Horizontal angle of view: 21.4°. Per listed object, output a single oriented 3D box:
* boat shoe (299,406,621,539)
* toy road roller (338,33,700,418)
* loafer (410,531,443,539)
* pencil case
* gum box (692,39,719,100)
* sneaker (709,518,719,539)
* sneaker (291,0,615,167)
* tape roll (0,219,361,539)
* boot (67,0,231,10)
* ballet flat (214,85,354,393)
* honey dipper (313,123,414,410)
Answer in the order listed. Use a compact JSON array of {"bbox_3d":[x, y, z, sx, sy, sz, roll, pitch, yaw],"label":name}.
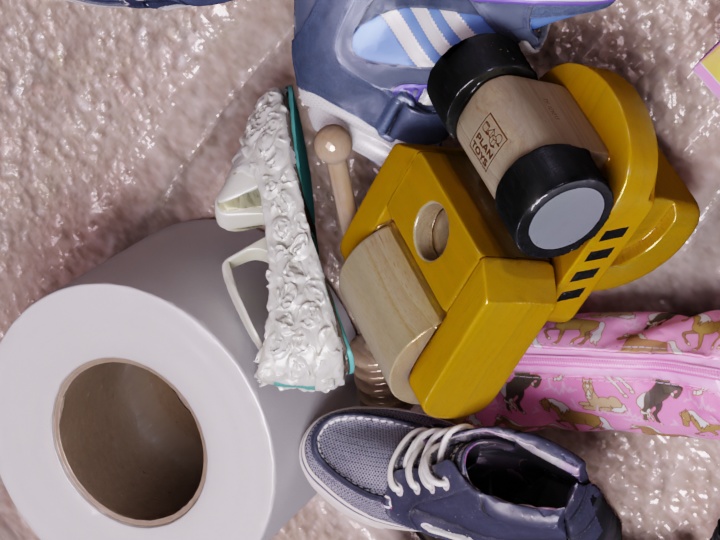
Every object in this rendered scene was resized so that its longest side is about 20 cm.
[{"bbox_3d":[0.047,0.107,1.055,0.198,0.075,0.093,15,155,24],"label":"boat shoe"},{"bbox_3d":[0.093,-0.021,1.049,0.201,0.145,0.123,-57,44,32],"label":"toy road roller"},{"bbox_3d":[0.086,0.161,1.101,0.200,0.071,0.073,39,100,20],"label":"loafer"},{"bbox_3d":[0.137,0.057,1.092,0.198,0.087,0.083,2,124,25],"label":"pencil case"},{"bbox_3d":[0.285,-0.074,0.992,0.200,0.066,0.113,48,119,3],"label":"gum box"},{"bbox_3d":[0.242,0.146,1.088,0.090,0.076,0.202,12,110,28],"label":"sneaker"},{"bbox_3d":[0.057,-0.118,1.086,0.198,0.081,0.148,3,121,16],"label":"sneaker"},{"bbox_3d":[-0.112,0.083,1.189,0.201,0.139,0.205,8,111,22],"label":"tape roll"},{"bbox_3d":[-0.127,-0.189,1.130,0.198,0.090,0.074,-3,106,26],"label":"boot"},{"bbox_3d":[-0.052,-0.021,1.110,0.071,0.071,0.202,-31,57,30],"label":"ballet flat"},{"bbox_3d":[0.000,0.000,1.134,0.038,0.038,0.202,4,126,23],"label":"honey dipper"}]
